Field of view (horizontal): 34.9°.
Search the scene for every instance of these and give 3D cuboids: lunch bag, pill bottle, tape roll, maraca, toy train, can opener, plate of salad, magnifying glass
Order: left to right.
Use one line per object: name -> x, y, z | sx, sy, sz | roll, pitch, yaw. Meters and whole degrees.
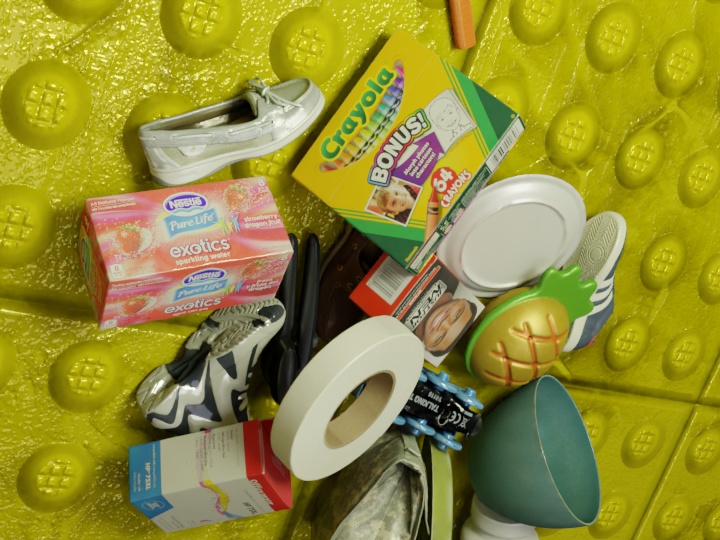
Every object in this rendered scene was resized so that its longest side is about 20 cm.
can opener -> -0.073, 0.055, 1.330 | 0.062, 0.078, 0.204 | 4, 101, -30
tape roll -> -0.012, 0.140, 1.243 | 0.202, 0.037, 0.205 | -36, 148, -26
lunch bag -> 0.024, 0.292, 1.427 | 0.116, 0.164, 0.202 | 27, 100, -8
toy train -> 0.067, 0.153, 1.425 | 0.198, 0.114, 0.088 | 28, 92, -37
magnifying glass -> 0.103, -0.342, 1.259 | 0.079, 0.022, 0.203 | -24, 122, -19
pill bottle -> 0.194, 0.415, 1.631 | 0.114, 0.116, 0.203 | -8, 118, -27
plate of salad -> 0.187, -0.046, 1.433 | 0.196, 0.048, 0.202 | -10, 135, -10
maraca -> 0.218, 0.071, 1.469 | 0.200, 0.108, 0.137 | -43, 136, 13

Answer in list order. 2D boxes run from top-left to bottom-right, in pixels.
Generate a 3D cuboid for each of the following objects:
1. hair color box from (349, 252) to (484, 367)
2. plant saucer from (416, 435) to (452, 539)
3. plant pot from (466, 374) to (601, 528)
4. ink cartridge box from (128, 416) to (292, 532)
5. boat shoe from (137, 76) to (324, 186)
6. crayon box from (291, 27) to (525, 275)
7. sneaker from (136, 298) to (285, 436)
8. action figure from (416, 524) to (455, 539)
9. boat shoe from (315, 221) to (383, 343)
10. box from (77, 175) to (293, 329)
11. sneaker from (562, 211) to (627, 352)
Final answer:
hair color box -> 0.071, 0.037, 1.342 | 0.102, 0.061, 0.200 | -51, 153, 1
plant saucer -> 0.096, 0.312, 1.474 | 0.030, 0.201, 0.203 | 3, 115, -3
plant pot -> 0.222, 0.258, 1.543 | 0.133, 0.202, 0.200 | -21, 133, 26
ink cartridge box -> -0.150, 0.231, 1.296 | 0.196, 0.068, 0.117 | -13, 148, 8
boat shoe -> -0.131, -0.155, 1.183 | 0.199, 0.075, 0.065 | -23, 128, -10
crayon box -> 0.051, -0.129, 1.240 | 0.201, 0.172, 0.058 | -53, 162, 3
sneaker -> -0.145, 0.127, 1.312 | 0.199, 0.079, 0.130 | -43, 129, -5
action figure -> 0.065, 0.430, 1.574 | 0.119, 0.102, 0.201 | 41, 48, -12
boat shoe -> 0.001, 0.000, 1.339 | 0.071, 0.068, 0.203 | 15, 105, -35
box -> -0.182, -0.021, 1.183 | 0.197, 0.104, 0.095 | -9, 151, -26
sneaker -> 0.316, 0.015, 1.536 | 0.083, 0.075, 0.203 | 4, 118, -38
